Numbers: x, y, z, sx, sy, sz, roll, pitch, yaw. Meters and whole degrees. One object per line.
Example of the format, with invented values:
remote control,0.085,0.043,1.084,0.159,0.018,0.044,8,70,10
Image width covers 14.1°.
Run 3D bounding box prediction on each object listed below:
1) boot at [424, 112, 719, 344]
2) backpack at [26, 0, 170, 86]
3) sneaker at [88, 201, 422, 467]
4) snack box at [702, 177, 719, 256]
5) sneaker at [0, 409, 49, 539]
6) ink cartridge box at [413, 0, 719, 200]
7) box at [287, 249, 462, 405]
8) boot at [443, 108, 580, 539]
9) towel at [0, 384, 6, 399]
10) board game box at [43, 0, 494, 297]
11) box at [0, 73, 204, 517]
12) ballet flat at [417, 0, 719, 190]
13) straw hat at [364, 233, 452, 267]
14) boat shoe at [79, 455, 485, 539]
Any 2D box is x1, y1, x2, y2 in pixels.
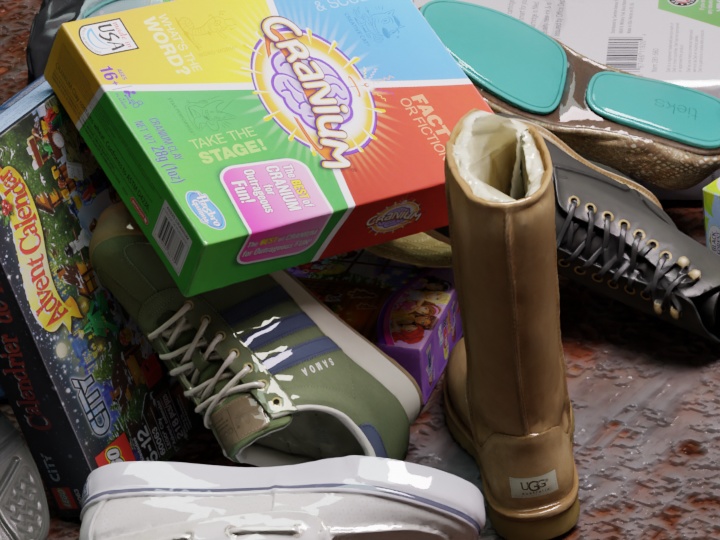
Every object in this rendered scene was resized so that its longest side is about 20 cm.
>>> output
boot,0.126,-0.017,1.558,0.199,0.078,0.138,7,22,-42
backpack,-0.097,-0.137,1.806,0.199,0.127,0.167,3,28,8
sneaker,-0.056,0.050,1.460,0.200,0.067,0.090,35,41,-18
snack box,0.317,-0.026,1.612,0.199,0.068,0.168,20,39,39
sneaker,-0.244,0.100,1.493,0.199,0.114,0.076,39,40,14
ink cartridge box,0.125,-0.110,1.765,0.199,0.085,0.146,0,31,9
box,0.000,0.000,1.643,0.136,0.039,0.200,6,32,17
boot,0.073,0.009,1.456,0.066,0.201,0.175,-12,31,-6
towel,-0.225,0.001,1.668,0.111,0.049,0.200,-1,31,8
board game box,-0.037,-0.077,1.472,0.199,0.040,0.153,-16,58,-33
box,-0.140,0.006,1.497,0.038,0.201,0.137,-6,25,36
ballet flat,0.114,-0.092,1.658,0.199,0.065,0.071,23,54,0
straw hat,-0.022,-0.066,1.624,0.085,0.201,0.201,-37,11,36
boat shoe,-0.039,0.134,1.411,0.199,0.071,0.070,1,58,4
